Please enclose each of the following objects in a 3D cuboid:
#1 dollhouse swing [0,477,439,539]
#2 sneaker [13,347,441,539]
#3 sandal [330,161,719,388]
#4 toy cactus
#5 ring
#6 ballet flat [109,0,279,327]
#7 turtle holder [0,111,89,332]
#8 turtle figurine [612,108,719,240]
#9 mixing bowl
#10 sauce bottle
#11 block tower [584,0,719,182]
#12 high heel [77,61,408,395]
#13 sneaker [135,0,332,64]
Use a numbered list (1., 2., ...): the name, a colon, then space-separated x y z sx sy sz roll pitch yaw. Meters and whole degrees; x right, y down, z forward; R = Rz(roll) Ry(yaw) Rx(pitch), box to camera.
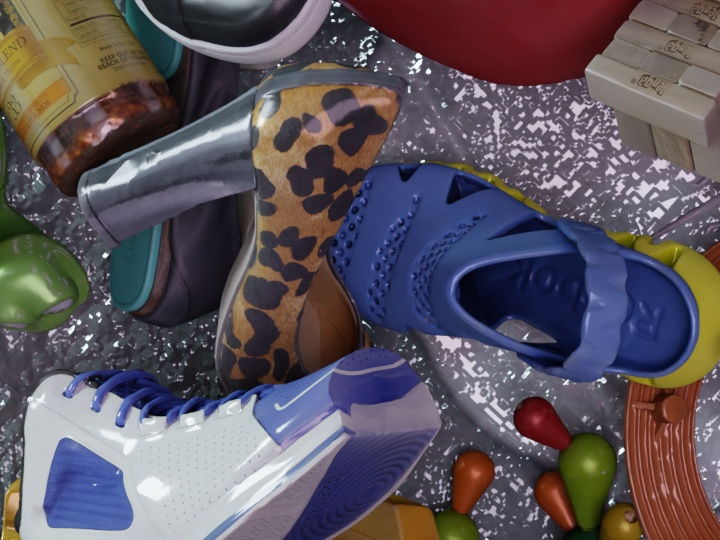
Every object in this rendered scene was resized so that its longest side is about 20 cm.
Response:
1. dollhouse swing: -0.068 0.168 0.892 0.181 0.176 0.201 6 91 -5
2. sneaker: -0.075 0.073 0.833 0.199 0.080 0.115 -39 66 27
3. sandal: 0.054 0.001 0.910 0.199 0.087 0.080 12 100 24
4. toy cactus: 0.087 0.171 0.968 0.165 0.102 0.201 26 87 -18
5. ring: 0.209 0.073 0.960 0.200 0.019 0.201 1 88 -21
6. ballet flat: -0.069 -0.075 0.929 0.073 0.073 0.201 3 92 -5
7. turtle holder: -0.212 -0.036 0.884 0.141 0.132 0.186 -28 99 -1
8. turtle figurine: 0.177 -0.104 0.914 0.200 0.150 0.101 -42 82 -6
9. mixing bowl: 0.077 -0.150 0.879 0.200 0.200 0.108 -39 124 2
10. sauce bottle: -0.150 -0.125 0.887 0.066 0.066 0.200 -35 76 1
11. block tower: 0.164 -0.122 0.823 0.054 0.058 0.200 25 65 31
12. high heel: 0.000 0.000 0.864 0.142 0.072 0.200 -21 133 28
13. sneaker: -0.102 -0.157 0.834 0.073 0.112 0.200 -52 54 8
